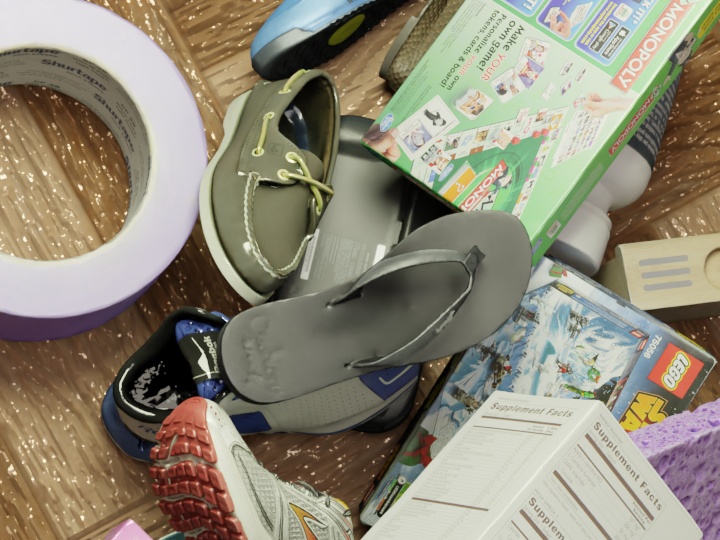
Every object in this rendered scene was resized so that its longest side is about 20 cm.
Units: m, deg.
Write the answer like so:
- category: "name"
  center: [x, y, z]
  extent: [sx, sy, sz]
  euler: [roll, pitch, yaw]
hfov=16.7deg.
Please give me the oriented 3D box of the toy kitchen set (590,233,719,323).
- category: "toy kitchen set"
  center: [0.239, -0.081, 1.563]
  extent: [0.180, 0.163, 0.200]
  euler: [-7, 80, -15]

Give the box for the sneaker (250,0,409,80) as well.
- category: "sneaker"
  center: [-0.006, -0.198, 1.579]
  extent: [0.200, 0.066, 0.078]
  euler: [-39, 82, -21]

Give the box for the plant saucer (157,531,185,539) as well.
- category: "plant saucer"
  center: [-0.077, 0.252, 1.483]
  extent: [0.200, 0.027, 0.200]
  euler: [3, 77, -14]

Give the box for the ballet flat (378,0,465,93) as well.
- category: "ballet flat"
  center: [0.080, -0.191, 1.557]
  extent: [0.046, 0.067, 0.200]
  euler: [36, 107, 11]

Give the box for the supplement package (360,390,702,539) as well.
- category: "supplement package"
  center: [0.073, 0.175, 1.372]
  extent: [0.200, 0.114, 0.110]
  euler: [-46, 111, -20]

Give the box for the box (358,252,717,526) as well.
- category: "box"
  center: [0.108, 0.101, 1.517]
  extent: [0.137, 0.040, 0.200]
  euler: [32, 97, -6]

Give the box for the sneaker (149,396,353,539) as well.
- category: "sneaker"
  center: [-0.054, 0.147, 1.438]
  extent: [0.082, 0.078, 0.200]
  euler: [-47, 127, -26]

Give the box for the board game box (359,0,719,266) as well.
- category: "board game box"
  center: [0.111, -0.120, 1.493]
  extent: [0.135, 0.029, 0.200]
  euler: [36, 88, 25]

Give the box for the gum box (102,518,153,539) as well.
- category: "gum box"
  center: [-0.106, 0.256, 1.426]
  extent: [0.200, 0.066, 0.114]
  euler: [44, 71, -3]

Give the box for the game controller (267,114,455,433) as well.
- category: "game controller"
  center: [0.000, 0.000, 1.555]
  extent: [0.104, 0.042, 0.200]
  euler: [12, 75, 4]

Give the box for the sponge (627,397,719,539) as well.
- category: "sponge"
  center: [0.238, 0.126, 1.535]
  extent: [0.200, 0.030, 0.112]
  euler: [-17, 125, -30]

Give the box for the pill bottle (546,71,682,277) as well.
- category: "pill bottle"
  center: [0.136, -0.103, 1.563]
  extent: [0.120, 0.120, 0.200]
  euler: [20, 74, -10]

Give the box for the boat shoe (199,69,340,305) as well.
- category: "boat shoe"
  center: [-0.049, -0.056, 1.478]
  extent: [0.072, 0.060, 0.202]
  euler: [50, 25, -26]

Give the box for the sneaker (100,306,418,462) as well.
- category: "sneaker"
  center: [-0.061, 0.060, 1.460]
  extent: [0.199, 0.115, 0.081]
  euler: [-16, 78, -3]

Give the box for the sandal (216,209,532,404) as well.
- category: "sandal"
  center: [0.016, 0.025, 1.411]
  extent: [0.200, 0.043, 0.076]
  euler: [-25, 89, -16]

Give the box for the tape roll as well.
- category: "tape roll"
  center: [-0.197, -0.061, 1.488]
  extent: [0.200, 0.085, 0.200]
  euler: [3, 78, -15]
